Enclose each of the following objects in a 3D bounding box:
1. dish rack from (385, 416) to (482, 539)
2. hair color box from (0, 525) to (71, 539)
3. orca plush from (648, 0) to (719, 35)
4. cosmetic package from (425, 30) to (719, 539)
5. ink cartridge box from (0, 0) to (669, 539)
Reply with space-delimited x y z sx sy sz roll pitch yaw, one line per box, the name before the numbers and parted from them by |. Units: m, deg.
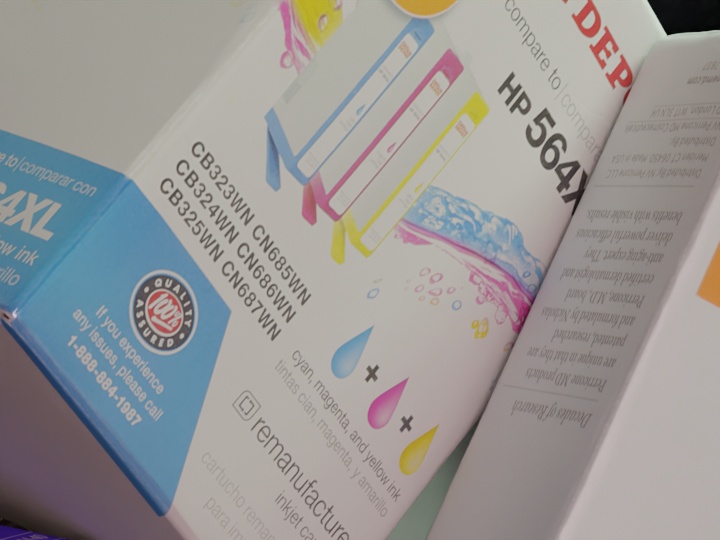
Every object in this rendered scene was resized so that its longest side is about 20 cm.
dish rack | 0.034 0.066 0.793 0.200 0.044 0.172 45 76 -2
hair color box | -0.160 0.106 0.725 0.199 0.065 0.110 9 101 25
orca plush | 0.058 -0.117 0.853 0.199 0.071 0.106 31 87 -10
cosmetic package | 0.080 0.056 0.679 0.101 0.071 0.201 27 83 -18
ink cartridge box | -0.024 -0.037 0.714 0.200 0.125 0.129 -51 131 -18
